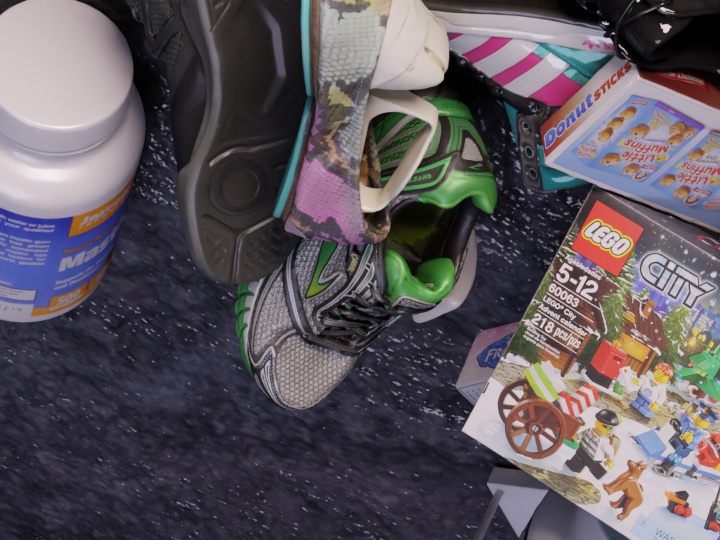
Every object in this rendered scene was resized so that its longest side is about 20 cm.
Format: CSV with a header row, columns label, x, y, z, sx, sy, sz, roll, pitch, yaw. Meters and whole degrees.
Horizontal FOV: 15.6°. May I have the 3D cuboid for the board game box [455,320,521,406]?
label,x,y,z,sx,sy,sz,roll,pitch,yaw
board game box,0.184,0.087,1.348,0.199,0.041,0.200,-15,131,46

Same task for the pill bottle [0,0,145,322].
label,x,y,z,sx,sy,sz,roll,pitch,yaw
pill bottle,-0.179,-0.062,1.457,0.112,0.112,0.200,27,150,0

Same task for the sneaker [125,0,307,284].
label,x,y,z,sx,sy,sz,roll,pitch,yaw
sneaker,-0.069,-0.099,1.298,0.114,0.076,0.201,-136,37,-62

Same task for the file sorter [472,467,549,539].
label,x,y,z,sx,sy,sz,roll,pitch,yaw
file sorter,0.154,0.237,1.635,0.138,0.125,0.200,5,143,34

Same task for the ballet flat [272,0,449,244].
label,x,y,z,sx,sy,sz,roll,pitch,yaw
ballet flat,0.002,-0.083,1.193,0.071,0.069,0.201,11,140,2

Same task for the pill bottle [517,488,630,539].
label,x,y,z,sx,sy,sz,roll,pitch,yaw
pill bottle,0.130,0.162,1.348,0.110,0.111,0.200,26,148,2

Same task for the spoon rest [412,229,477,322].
label,x,y,z,sx,sy,sz,roll,pitch,yaw
spoon rest,-0.007,-0.067,1.385,0.200,0.061,0.099,51,143,-13

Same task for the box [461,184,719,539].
label,x,y,z,sx,sy,sz,roll,pitch,yaw
box,0.164,0.067,1.215,0.199,0.038,0.137,32,107,14

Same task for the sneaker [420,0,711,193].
label,x,y,z,sx,sy,sz,roll,pitch,yaw
sneaker,0.069,-0.100,1.243,0.199,0.084,0.121,15,138,18

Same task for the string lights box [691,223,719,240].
label,x,y,z,sx,sy,sz,roll,pitch,yaw
string lights box,0.210,0.050,1.374,0.102,0.059,0.201,8,145,28

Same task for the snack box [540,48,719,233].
label,x,y,z,sx,sy,sz,roll,pitch,yaw
snack box,0.183,-0.044,1.208,0.199,0.024,0.072,20,139,-27

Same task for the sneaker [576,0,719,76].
label,x,y,z,sx,sy,sz,roll,pitch,yaw
sneaker,0.119,-0.139,1.131,0.199,0.091,0.076,27,151,3

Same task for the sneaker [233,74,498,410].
label,x,y,z,sx,sy,sz,roll,pitch,yaw
sneaker,0.000,0.000,1.313,0.078,0.085,0.201,7,131,-31
